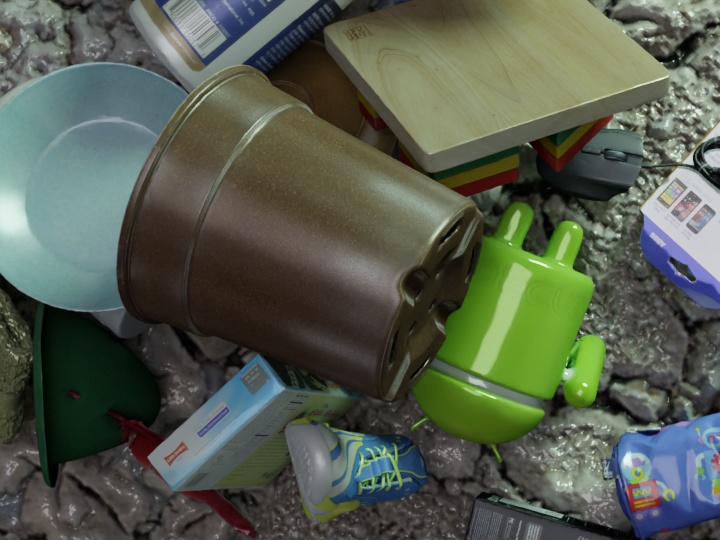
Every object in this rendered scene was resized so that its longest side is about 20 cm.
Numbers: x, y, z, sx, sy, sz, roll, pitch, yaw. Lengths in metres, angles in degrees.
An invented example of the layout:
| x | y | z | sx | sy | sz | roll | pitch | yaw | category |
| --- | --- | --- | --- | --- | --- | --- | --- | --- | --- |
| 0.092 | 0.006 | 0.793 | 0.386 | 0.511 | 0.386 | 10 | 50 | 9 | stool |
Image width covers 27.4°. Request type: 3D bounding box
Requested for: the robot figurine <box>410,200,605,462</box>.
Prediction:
| x | y | z | sx | sy | sz | roll | pitch | yaw | category |
| --- | --- | --- | --- | --- | --- | --- | --- | --- | --- |
| 0.111 | 0.047 | 1.168 | 0.175 | 0.116 | 0.201 | 21 | 93 | 4 | robot figurine |

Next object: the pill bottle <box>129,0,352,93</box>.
| x | y | z | sx | sy | sz | roll | pitch | yaw | category |
| --- | --- | --- | --- | --- | --- | --- | --- | --- | --- |
| -0.074 | -0.228 | 1.163 | 0.200 | 0.111 | 0.111 | -39 | 81 | 6 | pill bottle |

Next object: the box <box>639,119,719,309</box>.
| x | y | z | sx | sy | sz | roll | pitch | yaw | category |
| --- | --- | --- | --- | --- | --- | --- | --- | --- | --- |
| 0.316 | -0.065 | 1.168 | 0.119 | 0.041 | 0.200 | 44 | 100 | 10 | box |

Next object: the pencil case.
| x | y | z | sx | sy | sz | roll | pitch | yaw | category |
| --- | --- | --- | --- | --- | --- | --- | --- | --- | --- |
| 0.290 | 0.144 | 1.146 | 0.199 | 0.078 | 0.087 | -18 | 76 | 11 | pencil case |

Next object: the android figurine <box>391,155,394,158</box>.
| x | y | z | sx | sy | sz | roll | pitch | yaw | category |
| --- | --- | --- | --- | --- | --- | --- | --- | --- | --- |
| 0.000 | 0.000 | 1.173 | 0.182 | 0.041 | 0.200 | -32 | 44 | 24 | android figurine |

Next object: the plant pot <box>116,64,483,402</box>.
| x | y | z | sx | sy | sz | roll | pitch | yaw | category |
| --- | --- | --- | --- | --- | --- | --- | --- | --- | --- |
| -0.033 | -0.014 | 1.036 | 0.198 | 0.200 | 0.201 | 26 | 94 | 18 | plant pot |

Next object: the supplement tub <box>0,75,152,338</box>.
| x | y | z | sx | sy | sz | roll | pitch | yaw | category |
| --- | --- | --- | --- | --- | --- | --- | --- | --- | --- |
| -0.227 | -0.055 | 1.238 | 0.200 | 0.132 | 0.132 | 41 | 97 | 10 | supplement tub |

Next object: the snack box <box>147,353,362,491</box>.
| x | y | z | sx | sy | sz | roll | pitch | yaw | category |
| --- | --- | --- | --- | --- | --- | --- | --- | --- | --- |
| -0.077 | 0.122 | 1.163 | 0.116 | 0.200 | 0.037 | -43 | 74 | 7 | snack box |

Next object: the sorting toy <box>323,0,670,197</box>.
| x | y | z | sx | sy | sz | roll | pitch | yaw | category |
| --- | --- | --- | --- | --- | --- | --- | --- | --- | --- |
| 0.101 | -0.141 | 1.137 | 0.198 | 0.070 | 0.200 | -19 | 41 | -14 | sorting toy |

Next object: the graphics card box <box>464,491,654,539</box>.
| x | y | z | sx | sy | sz | roll | pitch | yaw | category |
| --- | --- | --- | --- | --- | --- | --- | --- | --- | --- |
| 0.174 | 0.264 | 1.182 | 0.199 | 0.051 | 0.126 | 13 | 91 | 11 | graphics card box |

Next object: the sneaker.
| x | y | z | sx | sy | sz | roll | pitch | yaw | category |
| --- | --- | --- | --- | --- | --- | --- | --- | --- | --- |
| -0.001 | 0.147 | 1.157 | 0.105 | 0.200 | 0.076 | -15 | 77 | -5 | sneaker |

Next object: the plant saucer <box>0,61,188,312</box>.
| x | y | z | sx | sy | sz | roll | pitch | yaw | category |
| --- | --- | --- | --- | --- | --- | --- | --- | --- | --- |
| -0.202 | -0.062 | 1.152 | 0.200 | 0.039 | 0.202 | -1 | 76 | 2 | plant saucer |

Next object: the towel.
| x | y | z | sx | sy | sz | roll | pitch | yaw | category |
| --- | --- | --- | --- | --- | --- | --- | --- | --- | --- |
| -0.338 | 0.036 | 1.256 | 0.200 | 0.036 | 0.149 | 52 | 143 | 21 | towel |

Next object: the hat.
| x | y | z | sx | sy | sz | roll | pitch | yaw | category |
| --- | --- | --- | --- | --- | --- | --- | --- | --- | --- |
| -0.175 | 0.103 | 1.238 | 0.175 | 0.200 | 0.166 | 0 | 45 | -5 | hat |

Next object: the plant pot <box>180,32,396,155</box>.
| x | y | z | sx | sy | sz | roll | pitch | yaw | category |
| --- | --- | --- | --- | --- | --- | --- | --- | --- | --- |
| -0.069 | -0.124 | 1.210 | 0.199 | 0.028 | 0.201 | -4 | 59 | 6 | plant pot |

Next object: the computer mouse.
| x | y | z | sx | sy | sz | roll | pitch | yaw | category |
| --- | --- | --- | --- | --- | --- | --- | --- | --- | --- |
| 0.228 | -0.085 | 1.158 | 0.200 | 0.034 | 0.059 | 5 | 75 | 31 | computer mouse |
